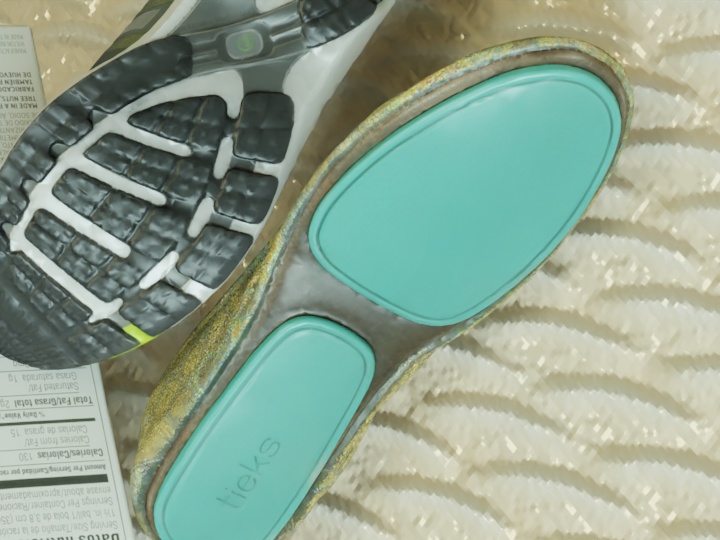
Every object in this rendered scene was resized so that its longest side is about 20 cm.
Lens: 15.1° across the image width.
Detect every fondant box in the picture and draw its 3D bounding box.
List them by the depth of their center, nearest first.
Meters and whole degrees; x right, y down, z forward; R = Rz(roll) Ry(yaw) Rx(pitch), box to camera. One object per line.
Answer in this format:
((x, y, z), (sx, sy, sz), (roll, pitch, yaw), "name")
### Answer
((-0.130, 0.043, 0.859), (0.144, 0.058, 0.200), (123, 141, -53), "fondant box")

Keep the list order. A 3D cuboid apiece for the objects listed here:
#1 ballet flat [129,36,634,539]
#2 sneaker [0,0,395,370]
((0.000, 0.000, 0.774), (0.200, 0.071, 0.071), (-51, 48, 22), "ballet flat")
((-0.043, -0.053, 0.801), (0.200, 0.074, 0.081), (-51, 4, -5), "sneaker")
